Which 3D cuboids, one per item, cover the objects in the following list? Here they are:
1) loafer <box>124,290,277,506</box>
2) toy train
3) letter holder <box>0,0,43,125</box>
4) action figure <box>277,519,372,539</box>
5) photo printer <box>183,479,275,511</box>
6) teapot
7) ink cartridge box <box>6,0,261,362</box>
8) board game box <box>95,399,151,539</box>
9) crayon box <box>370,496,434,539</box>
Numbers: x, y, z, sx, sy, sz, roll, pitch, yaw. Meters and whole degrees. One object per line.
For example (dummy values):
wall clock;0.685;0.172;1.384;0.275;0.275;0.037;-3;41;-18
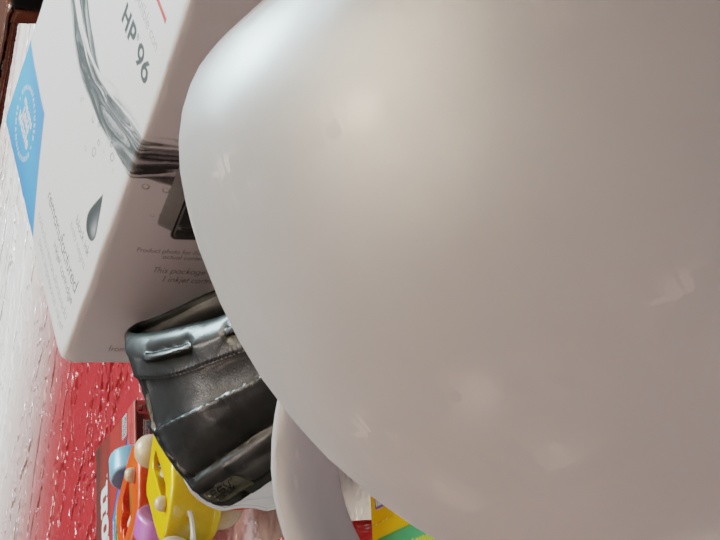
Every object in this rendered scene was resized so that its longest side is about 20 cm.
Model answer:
loafer;0.000;0.000;0.757;0.201;0.068;0.070;-37;90;39
toy train;-0.070;0.136;1.107;0.150;0.056;0.200;108;161;-45
letter holder;-0.135;-0.171;1.290;0.142;0.101;0.200;117;151;-59
action figure;0.008;0.181;0.840;0.065;0.052;0.200;135;130;-74
photo printer;-0.031;-0.018;0.960;0.200;0.069;0.166;115;152;-50
teapot;0.070;0.002;0.461;0.200;0.197;0.146;81;167;-86
ink cartridge box;-0.048;-0.079;0.812;0.200;0.068;0.116;115;148;-40
board game box;-0.112;0.173;1.294;0.103;0.019;0.200;130;139;-66
crayon box;0.045;0.128;0.716;0.126;0.052;0.200;142;128;-69
